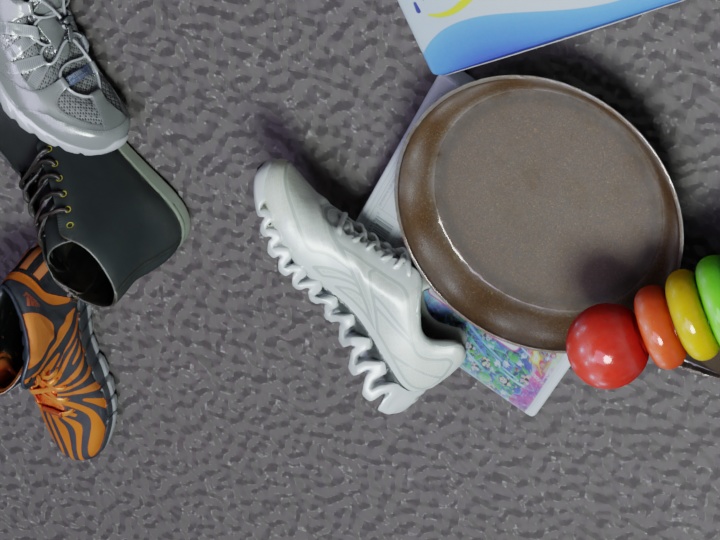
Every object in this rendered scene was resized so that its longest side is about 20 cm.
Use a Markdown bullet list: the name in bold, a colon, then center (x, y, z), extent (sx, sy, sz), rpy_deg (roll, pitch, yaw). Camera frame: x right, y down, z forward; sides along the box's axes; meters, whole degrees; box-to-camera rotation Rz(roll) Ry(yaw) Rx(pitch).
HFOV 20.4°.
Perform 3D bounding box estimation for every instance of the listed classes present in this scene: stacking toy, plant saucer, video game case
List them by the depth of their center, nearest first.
- **stacking toy**: center (0.222, 0.020, 1.249), extent (0.198, 0.086, 0.086), rpy_deg (-19, 111, 16)
- **plant saucer**: center (0.118, -0.040, 1.310), extent (0.198, 0.032, 0.202), rpy_deg (13, 124, 20)
- **video game case**: center (0.091, -0.017, 1.375), extent (0.181, 0.024, 0.201), rpy_deg (34, 129, 5)

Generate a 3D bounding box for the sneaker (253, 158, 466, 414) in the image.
- **sneaker**: center (0.000, 0.000, 1.381), extent (0.081, 0.075, 0.201), rpy_deg (-29, 105, 24)

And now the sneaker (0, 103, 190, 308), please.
- **sneaker**: center (-0.224, -0.066, 1.460), extent (0.199, 0.106, 0.075), rpy_deg (39, 130, 1)

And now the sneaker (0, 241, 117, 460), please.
- **sneaker**: center (-0.255, 0.082, 1.570), extent (0.077, 0.112, 0.202), rpy_deg (7, 123, 25)

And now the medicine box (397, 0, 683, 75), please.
- **medicine box**: center (0.094, -0.242, 1.175), extent (0.181, 0.103, 0.201), rpy_deg (-14, 111, 35)

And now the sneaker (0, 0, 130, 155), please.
- **sneaker**: center (-0.231, -0.168, 1.418), extent (0.200, 0.075, 0.082), rpy_deg (49, 131, -6)

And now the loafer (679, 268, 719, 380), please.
- **loafer**: center (0.270, 0.051, 1.287), extent (0.198, 0.071, 0.074), rpy_deg (11, 124, 23)
